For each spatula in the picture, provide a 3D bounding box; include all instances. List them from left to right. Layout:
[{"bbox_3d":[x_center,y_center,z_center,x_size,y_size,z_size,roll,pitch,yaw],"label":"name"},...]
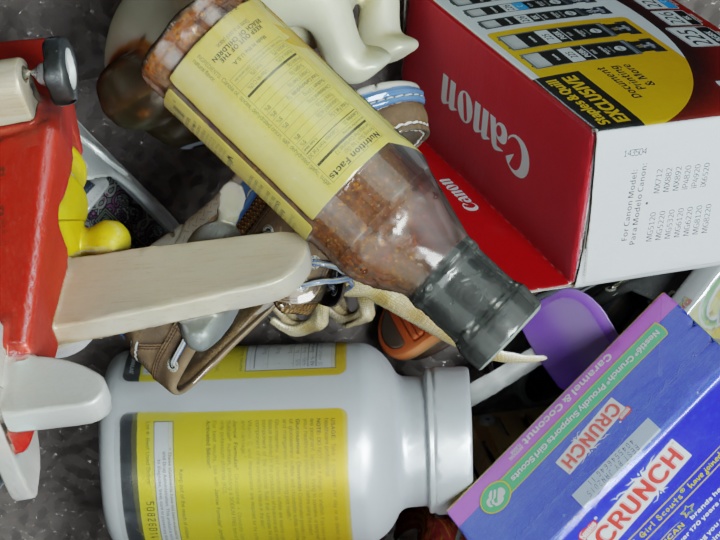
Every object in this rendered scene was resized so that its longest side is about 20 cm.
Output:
[{"bbox_3d":[0.070,0.067,1.048,0.200,0.021,0.057,-31,92,35],"label":"spatula"}]

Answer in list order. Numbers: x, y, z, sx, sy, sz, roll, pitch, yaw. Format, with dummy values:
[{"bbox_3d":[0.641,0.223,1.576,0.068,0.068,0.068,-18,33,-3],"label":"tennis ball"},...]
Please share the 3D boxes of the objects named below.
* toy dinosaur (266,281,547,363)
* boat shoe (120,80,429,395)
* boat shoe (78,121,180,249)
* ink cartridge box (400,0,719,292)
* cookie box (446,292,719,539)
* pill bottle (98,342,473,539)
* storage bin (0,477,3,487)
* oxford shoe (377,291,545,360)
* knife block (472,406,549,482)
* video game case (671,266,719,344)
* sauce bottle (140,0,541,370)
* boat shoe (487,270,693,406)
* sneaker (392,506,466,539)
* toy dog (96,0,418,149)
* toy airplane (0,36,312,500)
[{"bbox_3d":[0.000,0.000,0.981,0.200,0.058,0.101,51,131,-1],"label":"toy dinosaur"},{"bbox_3d":[-0.035,-0.013,0.893,0.200,0.073,0.072,-39,162,23],"label":"boat shoe"},{"bbox_3d":[-0.153,-0.040,0.936,0.072,0.068,0.200,-49,122,-11],"label":"boat shoe"},{"bbox_3d":[0.099,-0.077,0.901,0.175,0.200,0.084,-9,121,-23],"label":"ink cartridge box"},{"bbox_3d":[0.170,0.138,1.004,0.171,0.075,0.200,-45,131,1],"label":"cookie box"},{"bbox_3d":[-0.039,0.097,1.007,0.199,0.112,0.112,-2,120,2],"label":"pill bottle"},{"bbox_3d":[-0.282,0.075,0.941,0.199,0.146,0.135,-27,108,22],"label":"storage bin"},{"bbox_3d":[0.100,-0.005,1.037,0.200,0.071,0.073,-36,131,11],"label":"oxford shoe"},{"bbox_3d":[0.155,0.170,1.149,0.199,0.064,0.176,-5,119,-13],"label":"knife block"},{"bbox_3d":[0.240,0.066,1.076,0.182,0.023,0.200,-52,127,-2],"label":"video game case"},{"bbox_3d":[-0.007,-0.039,0.796,0.200,0.066,0.066,45,102,2],"label":"sauce bottle"},{"bbox_3d":[0.169,0.022,1.070,0.199,0.066,0.070,-23,122,-1],"label":"boat shoe"},{"bbox_3d":[0.066,0.171,1.047,0.077,0.200,0.073,17,107,-6],"label":"sneaker"},{"bbox_3d":[-0.058,-0.150,0.875,0.193,0.140,0.201,20,114,-4],"label":"toy dog"},{"bbox_3d":[-0.149,0.011,0.822,0.199,0.200,0.141,-49,158,-14],"label":"toy airplane"}]
